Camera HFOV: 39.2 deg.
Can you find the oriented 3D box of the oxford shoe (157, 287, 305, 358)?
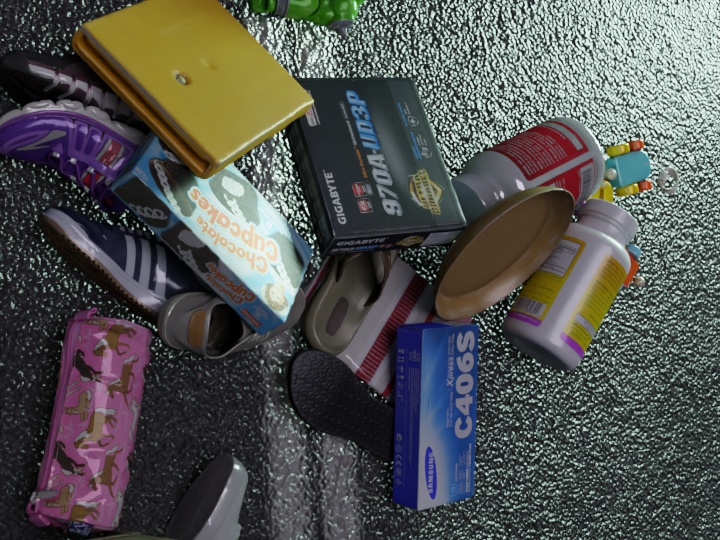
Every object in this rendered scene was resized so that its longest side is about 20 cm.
[{"bbox_3d":[-0.113,0.049,0.997,0.200,0.058,0.076,-5,106,-57],"label":"oxford shoe"}]

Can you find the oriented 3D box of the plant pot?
[{"bbox_3d":[0.156,-0.023,1.138,0.200,0.200,0.028,-23,59,-32],"label":"plant pot"}]

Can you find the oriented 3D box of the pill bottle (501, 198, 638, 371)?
[{"bbox_3d":[0.262,0.015,1.237,0.104,0.104,0.200,36,79,-24],"label":"pill bottle"}]

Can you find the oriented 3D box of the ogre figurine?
[{"bbox_3d":[-0.032,-0.344,1.118,0.120,0.098,0.200,34,56,-12],"label":"ogre figurine"}]

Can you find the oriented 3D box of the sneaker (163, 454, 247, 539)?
[{"bbox_3d":[-0.136,0.291,0.995,0.115,0.074,0.201,31,78,-28],"label":"sneaker"}]

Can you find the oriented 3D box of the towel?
[{"bbox_3d":[0.025,0.057,1.151,0.200,0.023,0.144,40,67,-21],"label":"towel"}]

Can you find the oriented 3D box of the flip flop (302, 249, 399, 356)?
[{"bbox_3d":[0.000,0.000,1.095,0.081,0.058,0.201,35,67,-22],"label":"flip flop"}]

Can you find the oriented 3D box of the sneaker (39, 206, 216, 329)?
[{"bbox_3d":[-0.206,-0.022,0.981,0.200,0.070,0.109,43,69,-29],"label":"sneaker"}]

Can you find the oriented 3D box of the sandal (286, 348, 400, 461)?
[{"bbox_3d":[-0.018,0.149,1.103,0.200,0.045,0.075,41,77,-38],"label":"sandal"}]

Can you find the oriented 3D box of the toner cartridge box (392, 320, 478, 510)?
[{"bbox_3d":[0.086,0.160,1.137,0.095,0.043,0.201,-2,95,-41],"label":"toner cartridge box"}]

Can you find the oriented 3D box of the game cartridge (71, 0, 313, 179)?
[{"bbox_3d":[-0.154,-0.189,0.977,0.176,0.032,0.200,46,34,-1],"label":"game cartridge"}]

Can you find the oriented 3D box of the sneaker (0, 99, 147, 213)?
[{"bbox_3d":[-0.246,-0.098,0.949,0.199,0.081,0.084,15,60,-31],"label":"sneaker"}]

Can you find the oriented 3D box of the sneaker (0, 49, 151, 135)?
[{"bbox_3d":[-0.249,-0.198,0.984,0.200,0.076,0.116,20,67,-38],"label":"sneaker"}]

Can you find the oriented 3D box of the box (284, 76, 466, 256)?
[{"bbox_3d":[0.010,-0.117,1.096,0.158,0.046,0.201,-5,65,-25],"label":"box"}]

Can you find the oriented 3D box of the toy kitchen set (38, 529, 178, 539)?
[{"bbox_3d":[-0.252,0.333,0.845,0.163,0.180,0.201,-1,81,-31],"label":"toy kitchen set"}]

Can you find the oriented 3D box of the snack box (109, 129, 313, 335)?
[{"bbox_3d":[-0.133,-0.046,0.952,0.200,0.037,0.116,47,35,-22],"label":"snack box"}]

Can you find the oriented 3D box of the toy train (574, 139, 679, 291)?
[{"bbox_3d":[0.344,-0.076,1.354,0.150,0.056,0.200,40,68,-24],"label":"toy train"}]

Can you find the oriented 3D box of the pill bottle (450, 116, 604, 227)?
[{"bbox_3d":[0.193,-0.104,1.222,0.200,0.112,0.113,-27,99,-32],"label":"pill bottle"}]

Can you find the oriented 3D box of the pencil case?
[{"bbox_3d":[-0.248,0.139,0.932,0.082,0.087,0.201,9,78,0],"label":"pencil case"}]
